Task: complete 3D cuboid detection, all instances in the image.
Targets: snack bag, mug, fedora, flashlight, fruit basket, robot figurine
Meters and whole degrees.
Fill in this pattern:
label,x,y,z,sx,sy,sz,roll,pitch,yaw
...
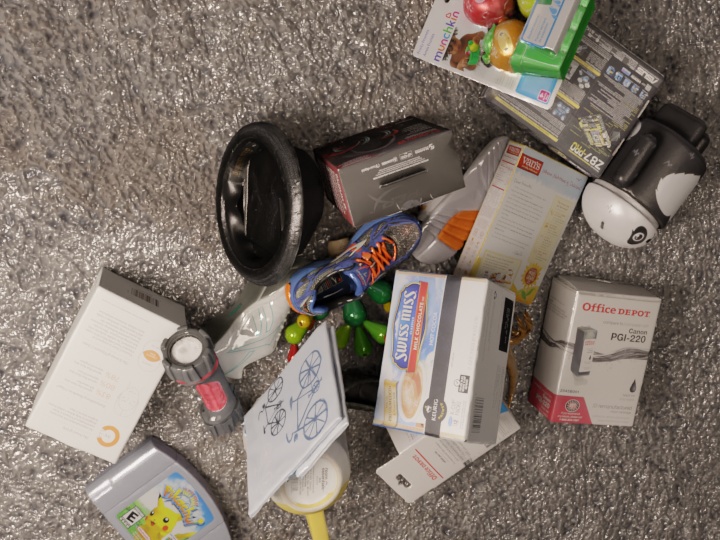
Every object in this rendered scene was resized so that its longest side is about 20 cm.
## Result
label,x,y,z,sx,sy,sz,roll,pitch,yaw
snack bag,-0.086,0.189,1.083,0.021,0.190,0.201,29,114,-26
mug,-0.067,0.263,1.176,0.149,0.153,0.187,-44,110,1
fedora,-0.103,-0.085,1.092,0.091,0.199,0.205,-8,109,-42
flashlight,-0.200,0.151,1.107,0.066,0.069,0.202,-16,143,-6
fruit basket,0.186,-0.326,1.085,0.197,0.094,0.188,25,94,11
robot figurine,0.398,-0.127,1.196,0.149,0.125,0.201,36,94,-19

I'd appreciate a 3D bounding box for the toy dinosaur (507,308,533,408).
label,x,y,z,sx,sy,sz,roll,pitch,yaw
toy dinosaur,0.204,0.106,1.260,0.105,0.061,0.200,-30,114,27

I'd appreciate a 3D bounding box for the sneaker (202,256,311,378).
label,x,y,z,sx,sy,sz,roll,pitch,yaw
sneaker,-0.133,0.062,1.159,0.200,0.071,0.080,-43,123,4

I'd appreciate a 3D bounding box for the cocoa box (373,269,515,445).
label,x,y,z,sx,sy,sz,roll,pitch,yaw
cocoa box,0.111,0.112,1.111,0.129,0.133,0.204,6,82,27

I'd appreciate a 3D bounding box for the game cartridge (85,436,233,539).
label,x,y,z,sx,sy,sz,roll,pitch,yaw
game cartridge,-0.273,0.338,1.209,0.133,0.040,0.201,-36,110,-6

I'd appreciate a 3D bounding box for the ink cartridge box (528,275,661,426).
label,x,y,z,sx,sy,sz,roll,pitch,yaw
ink cartridge box,0.344,0.119,1.271,0.143,0.085,0.204,5,102,-15

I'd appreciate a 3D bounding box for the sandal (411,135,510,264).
label,x,y,z,sx,sy,sz,roll,pitch,yaw
sandal,0.133,-0.100,1.179,0.208,0.059,0.079,-51,132,-7

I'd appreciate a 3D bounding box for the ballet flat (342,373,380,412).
label,x,y,z,sx,sy,sz,roll,pitch,yaw
ballet flat,0.048,0.182,1.230,0.196,0.057,0.068,3,104,-19

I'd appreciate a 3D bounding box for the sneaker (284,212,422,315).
label,x,y,z,sx,sy,sz,roll,pitch,yaw
sneaker,0.000,0.000,1.094,0.199,0.078,0.076,-36,114,-5

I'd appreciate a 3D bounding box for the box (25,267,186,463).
label,x,y,z,sx,sy,sz,roll,pitch,yaw
box,-0.323,0.120,1.106,0.123,0.098,0.202,28,96,-19

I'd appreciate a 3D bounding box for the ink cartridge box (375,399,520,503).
label,x,y,z,sx,sy,sz,roll,pitch,yaw
ink cartridge box,0.115,0.232,1.230,0.199,0.068,0.116,-36,131,5

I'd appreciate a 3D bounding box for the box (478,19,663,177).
label,x,y,z,sx,sy,sz,roll,pitch,yaw
box,0.284,-0.247,1.163,0.198,0.049,0.163,32,94,-9

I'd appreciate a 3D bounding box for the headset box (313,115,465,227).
label,x,y,z,sx,sy,sz,roll,pitch,yaw
headset box,0.033,-0.127,1.071,0.146,0.200,0.076,-20,109,-6

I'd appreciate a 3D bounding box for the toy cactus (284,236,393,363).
label,x,y,z,sx,sy,sz,roll,pitch,yaw
toy cactus,-0.016,0.041,1.169,0.196,0.102,0.168,-13,98,-1

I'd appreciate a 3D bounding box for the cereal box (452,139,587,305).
label,x,y,z,sx,sy,sz,roll,pitch,yaw
cereal box,0.223,-0.063,1.197,0.142,0.039,0.203,17,99,-37
